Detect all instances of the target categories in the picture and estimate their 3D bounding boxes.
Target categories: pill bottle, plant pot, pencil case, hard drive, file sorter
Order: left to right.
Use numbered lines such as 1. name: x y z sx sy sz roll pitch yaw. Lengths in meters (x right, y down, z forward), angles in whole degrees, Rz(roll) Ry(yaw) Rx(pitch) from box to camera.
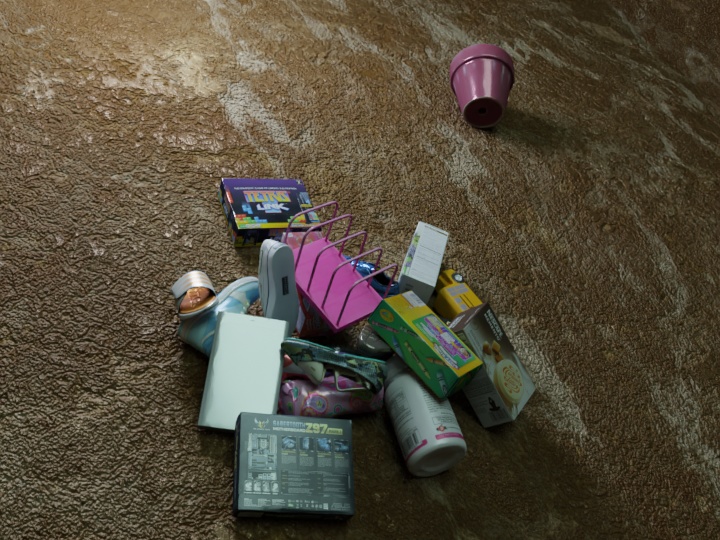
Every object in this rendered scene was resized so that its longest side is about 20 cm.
1. hard drive: -0.201 0.179 1.395 0.128 0.026 0.205 9 67 -6
2. pencil case: -0.050 0.224 1.442 0.195 0.089 0.088 -6 47 -27
3. file sorter: -0.043 -0.016 1.518 0.137 0.127 0.200 -22 58 -39
4. pill bottle: 0.107 0.254 1.450 0.111 0.115 0.203 -1 50 -25
5. plant pot: 0.363 -0.534 2.386 0.195 0.201 0.183 11 57 -12

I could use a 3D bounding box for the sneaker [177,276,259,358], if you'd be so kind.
1. sneaker: -0.229 0.103 1.501 0.130 0.081 0.199 37 52 20

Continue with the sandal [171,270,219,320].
1. sandal: -0.316 0.031 1.486 0.078 0.060 0.206 -25 22 -10

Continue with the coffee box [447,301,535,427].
1. coffee box: 0.243 0.182 1.555 0.114 0.079 0.203 -36 99 -47

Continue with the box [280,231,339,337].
1. box: -0.099 0.025 1.623 0.093 0.101 0.202 -2 46 -26

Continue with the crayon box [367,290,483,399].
1. crayon box: 0.119 0.131 1.460 0.200 0.059 0.118 46 26 18

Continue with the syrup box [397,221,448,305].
1. syrup box: 0.136 -0.012 1.787 0.080 0.080 0.202 21 40 0

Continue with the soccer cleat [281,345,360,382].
1. soccer cleat: -0.081 0.179 1.505 0.196 0.068 0.075 5 74 -34

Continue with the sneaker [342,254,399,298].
1. sneaker: 0.000 0.000 1.715 0.198 0.080 0.066 33 43 15

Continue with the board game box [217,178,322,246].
1. board game box: -0.202 -0.131 1.780 0.195 0.057 0.167 -3 48 -27

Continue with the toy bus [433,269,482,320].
1. toy bus: 0.223 0.091 1.727 0.077 0.066 0.201 -16 54 -34

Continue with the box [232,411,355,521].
1. box: -0.108 0.320 1.311 0.195 0.051 0.161 7 60 -18

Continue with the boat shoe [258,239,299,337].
1. boat shoe: -0.160 0.039 1.524 0.072 0.205 0.065 -11 25 -39

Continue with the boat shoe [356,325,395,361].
1. boat shoe: 0.036 0.149 1.508 0.073 0.075 0.199 29 10 16

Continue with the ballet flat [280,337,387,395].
1. ballet flat: -0.048 0.171 1.392 0.195 0.075 0.075 13 40 -5

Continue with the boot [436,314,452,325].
1. boot: 0.127 0.153 1.611 0.148 0.074 0.201 26 50 14
